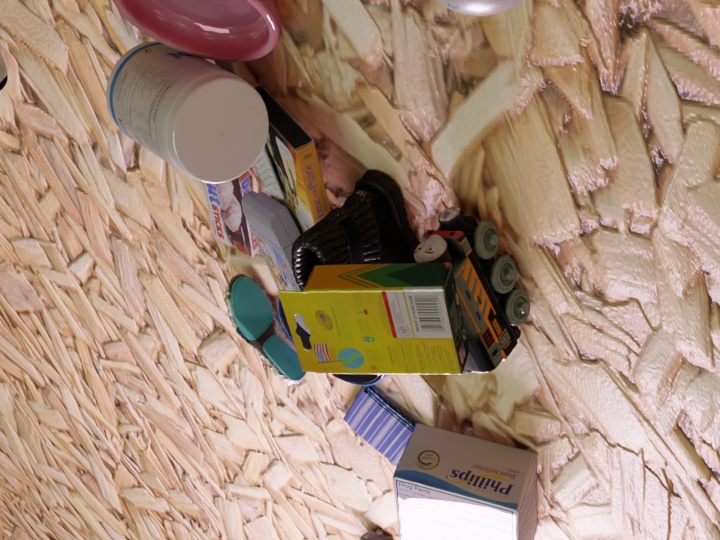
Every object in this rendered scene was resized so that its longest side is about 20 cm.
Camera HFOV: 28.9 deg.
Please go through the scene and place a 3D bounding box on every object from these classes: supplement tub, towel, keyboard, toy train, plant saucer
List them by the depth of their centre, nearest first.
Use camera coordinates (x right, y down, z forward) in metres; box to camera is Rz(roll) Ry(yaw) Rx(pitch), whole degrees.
[{"bbox_3d":[-0.182,-0.308,1.575,0.199,0.051,0.201,14,160,5],"label":"plant saucer"},{"bbox_3d":[0.129,0.025,1.642,0.085,0.114,0.201,5,134,43],"label":"toy train"},{"bbox_3d":[-0.211,-0.193,1.677,0.200,0.132,0.132,32,152,50],"label":"supplement tub"},{"bbox_3d":[-0.139,-0.182,1.721,0.056,0.011,0.201,33,146,64],"label":"keyboard"},{"bbox_3d":[0.068,0.258,2.088,0.200,0.024,0.145,39,151,6],"label":"towel"}]

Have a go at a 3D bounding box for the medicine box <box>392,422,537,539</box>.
[{"bbox_3d":[0.151,0.331,1.970,0.181,0.103,0.201,12,139,17],"label":"medicine box"}]

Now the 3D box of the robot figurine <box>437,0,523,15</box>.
[{"bbox_3d":[0.102,-0.326,1.238,0.124,0.151,0.201,-12,129,8],"label":"robot figurine"}]

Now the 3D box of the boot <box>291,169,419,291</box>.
[{"bbox_3d":[-0.002,-0.001,1.708,0.079,0.158,0.212,12,138,38],"label":"boot"}]

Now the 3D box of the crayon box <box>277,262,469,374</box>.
[{"bbox_3d":[0.016,0.056,1.599,0.199,0.051,0.128,-1,126,19],"label":"crayon box"}]

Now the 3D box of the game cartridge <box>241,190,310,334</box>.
[{"bbox_3d":[-0.089,-0.001,1.816,0.201,0.041,0.133,67,169,-24],"label":"game cartridge"}]

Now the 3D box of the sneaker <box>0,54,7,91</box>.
[{"bbox_3d":[-0.609,-0.318,2.060,0.200,0.081,0.146,42,157,-8],"label":"sneaker"}]

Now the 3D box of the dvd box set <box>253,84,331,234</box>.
[{"bbox_3d":[-0.084,-0.114,1.729,0.146,0.029,0.201,49,160,42],"label":"dvd box set"}]

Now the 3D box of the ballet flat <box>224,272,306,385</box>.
[{"bbox_3d":[-0.149,0.088,2.063,0.064,0.076,0.201,15,139,60],"label":"ballet flat"}]

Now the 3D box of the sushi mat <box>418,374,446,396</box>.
[{"bbox_3d":[0.046,0.069,1.815,0.012,0.096,0.200,-36,103,22],"label":"sushi mat"}]

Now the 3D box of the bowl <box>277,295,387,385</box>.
[{"bbox_3d":[-0.032,0.082,1.957,0.200,0.039,0.201,28,146,21],"label":"bowl"}]

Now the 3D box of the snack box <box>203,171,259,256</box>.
[{"bbox_3d":[-0.179,-0.104,1.900,0.072,0.024,0.201,27,146,25],"label":"snack box"}]

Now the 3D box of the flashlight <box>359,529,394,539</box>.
[{"bbox_3d":[0.001,0.509,2.418,0.068,0.068,0.200,30,148,8],"label":"flashlight"}]
